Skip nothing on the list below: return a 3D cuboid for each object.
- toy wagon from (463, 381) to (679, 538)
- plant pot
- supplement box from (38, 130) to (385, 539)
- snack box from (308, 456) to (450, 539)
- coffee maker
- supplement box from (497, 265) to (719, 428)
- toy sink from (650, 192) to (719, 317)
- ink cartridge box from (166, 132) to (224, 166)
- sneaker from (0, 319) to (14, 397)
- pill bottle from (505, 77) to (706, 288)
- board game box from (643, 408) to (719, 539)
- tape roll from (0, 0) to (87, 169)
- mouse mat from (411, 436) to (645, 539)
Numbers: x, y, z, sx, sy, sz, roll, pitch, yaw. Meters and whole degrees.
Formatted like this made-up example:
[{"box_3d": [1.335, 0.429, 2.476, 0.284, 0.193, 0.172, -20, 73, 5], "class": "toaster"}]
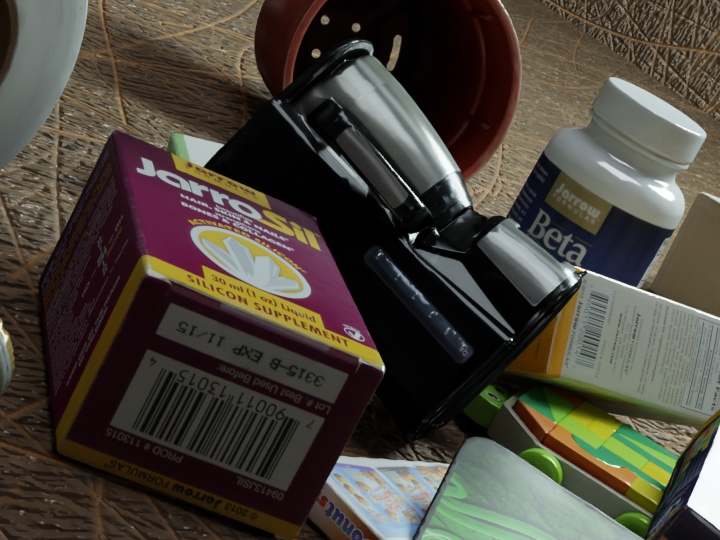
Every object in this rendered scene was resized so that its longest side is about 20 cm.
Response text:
[{"box_3d": [0.134, 0.115, 1.263, 0.199, 0.040, 0.155, 33, 15, 12], "class": "toy wagon"}, {"box_3d": [0.006, -0.174, 1.708, 0.200, 0.202, 0.195, 23, 8, -23], "class": "plant pot"}, {"box_3d": [-0.080, 0.027, 1.031, 0.130, 0.104, 0.200, 22, 16, -20], "class": "supplement box"}, {"box_3d": [0.048, 0.130, 1.085, 0.199, 0.024, 0.072, 10, 26, -51], "class": "snack box"}, {"box_3d": [0.000, 0.000, 1.199, 0.200, 0.192, 0.135, 49, 25, 7], "class": "coffee maker"}, {"box_3d": [0.154, 0.048, 1.359, 0.199, 0.074, 0.126, 18, -8, -40], "class": "supplement box"}, {"box_3d": [0.382, 0.031, 1.853, 0.130, 0.113, 0.200, 16, 15, -42], "class": "toy sink"}, {"box_3d": [-0.028, -0.030, 1.343, 0.199, 0.048, 0.146, 12, 19, -15], "class": "ink cartridge box"}, {"box_3d": [-0.244, 0.019, 0.854, 0.199, 0.076, 0.088, 25, 31, -3], "class": "sneaker"}, {"box_3d": [0.164, -0.032, 1.482, 0.111, 0.201, 0.111, 27, 15, -8], "class": "pill bottle"}, {"box_3d": [0.256, 0.180, 1.157, 0.200, 0.057, 0.165, 39, 23, 3], "class": "board game box"}, {"box_3d": [-0.260, -0.143, 1.064, 0.139, 0.204, 0.202, 39, 18, 33], "class": "tape roll"}, {"box_3d": [0.117, 0.172, 1.016, 0.199, 0.008, 0.161, 31, 33, 2], "class": "mouse mat"}]
